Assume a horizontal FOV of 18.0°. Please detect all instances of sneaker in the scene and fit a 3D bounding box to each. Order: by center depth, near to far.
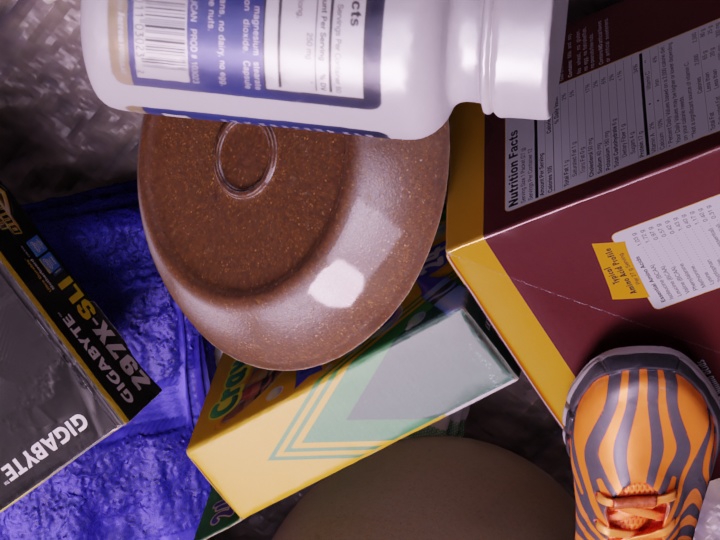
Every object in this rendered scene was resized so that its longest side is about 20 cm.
[{"bbox_3d":[0.133,0.134,1.053,0.077,0.112,0.201,-2,134,6],"label":"sneaker"}]

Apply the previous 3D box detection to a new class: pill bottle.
[{"bbox_3d":[-0.012,-0.116,0.982,0.198,0.111,0.112,7,124,9],"label":"pill bottle"}]

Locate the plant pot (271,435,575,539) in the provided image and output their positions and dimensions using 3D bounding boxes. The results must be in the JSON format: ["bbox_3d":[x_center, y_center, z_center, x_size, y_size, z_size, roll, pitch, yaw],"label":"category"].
[{"bbox_3d":[0.021,0.188,1.164,0.199,0.134,0.202,-1,88,21],"label":"plant pot"}]

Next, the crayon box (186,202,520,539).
[{"bbox_3d":[-0.010,0.046,1.140,0.199,0.126,0.052,-30,112,24],"label":"crayon box"}]

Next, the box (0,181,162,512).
[{"bbox_3d":[-0.221,0.053,1.144,0.200,0.049,0.160,-34,94,29],"label":"box"}]

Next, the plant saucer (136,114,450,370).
[{"bbox_3d":[-0.045,-0.054,1.084,0.037,0.201,0.200,6,139,-49],"label":"plant saucer"}]

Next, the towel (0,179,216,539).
[{"bbox_3d":[-0.141,0.060,1.195,0.147,0.050,0.201,-14,110,-16],"label":"towel"}]

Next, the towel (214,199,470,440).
[{"bbox_3d":[0.000,0.000,1.197,0.148,0.031,0.201,12,124,0],"label":"towel"}]

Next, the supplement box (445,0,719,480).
[{"bbox_3d":[0.170,-0.020,1.075,0.199,0.133,0.198,-20,128,21],"label":"supplement box"}]

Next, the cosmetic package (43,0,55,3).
[{"bbox_3d":[-0.087,-0.217,1.041,0.199,0.071,0.105,-22,119,22],"label":"cosmetic package"}]
